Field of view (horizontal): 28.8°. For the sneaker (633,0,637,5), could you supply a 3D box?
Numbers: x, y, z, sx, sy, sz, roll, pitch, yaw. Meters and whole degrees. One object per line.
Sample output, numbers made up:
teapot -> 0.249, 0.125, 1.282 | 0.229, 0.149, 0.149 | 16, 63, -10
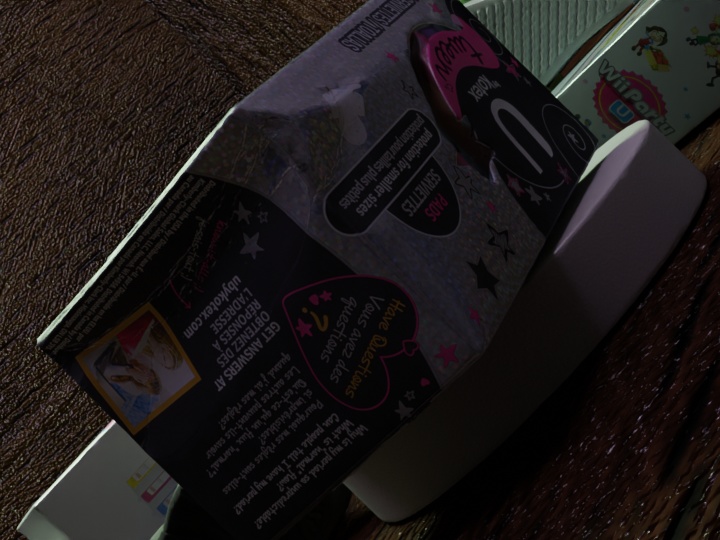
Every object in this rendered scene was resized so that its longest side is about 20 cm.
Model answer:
sneaker -> 0.292, -0.269, 1.063 | 0.129, 0.079, 0.200 | -25, -33, -35

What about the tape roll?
tape roll -> 0.063, 0.021, 0.599 | 0.203, 0.037, 0.203 | -47, 2, 2

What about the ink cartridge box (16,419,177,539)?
ink cartridge box -> -0.145, 0.165, 1.000 | 0.200, 0.125, 0.129 | -48, 2, -24

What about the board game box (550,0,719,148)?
board game box -> 0.167, -0.119, 0.751 | 0.148, 0.064, 0.200 | -48, 1, -38

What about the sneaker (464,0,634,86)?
sneaker -> 0.115, -0.158, 0.855 | 0.199, 0.074, 0.082 | -29, 8, 40

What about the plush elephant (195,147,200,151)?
plush elephant -> 0.000, 0.000, 0.842 | 0.166, 0.199, 0.155 | -58, -21, 4

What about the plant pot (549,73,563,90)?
plant pot -> 0.066, -0.094, 1.095 | 0.189, 0.201, 0.200 | -35, 0, -9

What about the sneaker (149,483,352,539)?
sneaker -> -0.047, 0.106, 0.722 | 0.115, 0.076, 0.200 | -56, 1, -37

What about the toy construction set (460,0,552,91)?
toy construction set -> 0.095, -0.116, 0.954 | 0.092, 0.202, 0.131 | -38, -29, 26

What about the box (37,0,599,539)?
box -> -0.003, -0.014, 0.537 | 0.132, 0.115, 0.200 | -44, 5, 31
